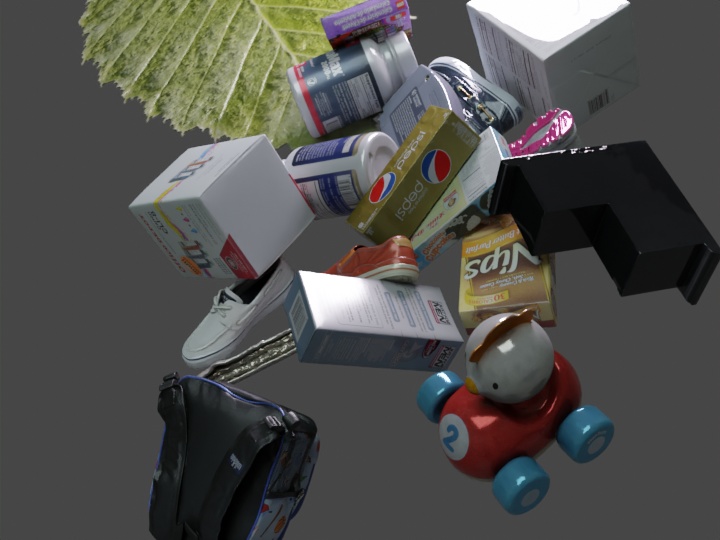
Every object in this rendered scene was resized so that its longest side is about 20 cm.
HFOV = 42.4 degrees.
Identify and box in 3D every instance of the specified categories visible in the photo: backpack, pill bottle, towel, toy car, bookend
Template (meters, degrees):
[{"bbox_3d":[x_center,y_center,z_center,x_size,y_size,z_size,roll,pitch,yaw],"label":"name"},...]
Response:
[{"bbox_3d":[-0.149,0.233,1.056,0.199,0.154,0.192,15,79,36],"label":"backpack"},{"bbox_3d":[-0.008,-0.305,1.492,0.199,0.120,0.120,-22,46,3],"label":"pill bottle"},{"bbox_3d":[-0.044,-0.133,1.355,0.199,0.111,0.112,-5,49,35],"label":"pill bottle"},{"bbox_3d":[-0.143,0.118,1.190,0.199,0.133,0.035,-27,87,-2],"label":"towel"},{"bbox_3d":[0.150,0.120,1.003,0.176,0.201,0.184,-35,46,-9],"label":"toy car"},{"bbox_3d":[0.286,-0.048,1.111,0.197,0.093,0.201,-9,50,-14],"label":"bookend"}]

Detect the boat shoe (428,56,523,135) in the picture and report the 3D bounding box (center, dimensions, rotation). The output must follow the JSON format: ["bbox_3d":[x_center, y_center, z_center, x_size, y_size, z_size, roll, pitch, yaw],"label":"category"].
[{"bbox_3d":[0.148,-0.256,1.416,0.091,0.071,0.200,-38,48,-13],"label":"boat shoe"}]

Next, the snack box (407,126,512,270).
[{"bbox_3d":[0.121,-0.091,1.245,0.200,0.037,0.117,-40,33,23],"label":"snack box"}]

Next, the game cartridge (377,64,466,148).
[{"bbox_3d":[0.094,-0.213,1.385,0.133,0.041,0.201,-41,41,26],"label":"game cartridge"}]

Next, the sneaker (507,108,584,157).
[{"bbox_3d":[0.223,-0.134,1.277,0.199,0.088,0.082,-26,39,32],"label":"sneaker"}]

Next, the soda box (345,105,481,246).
[{"bbox_3d":[0.070,-0.121,1.246,0.201,0.064,0.068,-53,28,0],"label":"soda box"}]

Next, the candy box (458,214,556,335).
[{"bbox_3d":[0.192,-0.016,1.202,0.115,0.055,0.201,-8,48,19],"label":"candy box"}]

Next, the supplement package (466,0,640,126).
[{"bbox_3d":[0.284,-0.333,1.369,0.151,0.151,0.200,-33,47,-6],"label":"supplement package"}]

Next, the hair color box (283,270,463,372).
[{"bbox_3d":[0.016,0.064,1.129,0.199,0.061,0.099,7,40,-25],"label":"hair color box"}]

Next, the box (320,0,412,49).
[{"bbox_3d":[0.014,-0.399,1.529,0.136,0.200,0.039,-21,90,6],"label":"box"}]

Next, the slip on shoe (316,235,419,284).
[{"bbox_3d":[0.000,0.000,1.225,0.199,0.074,0.062,-18,66,47],"label":"slip on shoe"}]

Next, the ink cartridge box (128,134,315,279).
[{"bbox_3d":[-0.199,-0.086,1.323,0.199,0.146,0.145,0,41,49],"label":"ink cartridge box"}]

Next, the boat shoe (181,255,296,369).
[{"bbox_3d":[-0.177,0.050,1.295,0.073,0.066,0.200,31,68,38],"label":"boat shoe"}]
